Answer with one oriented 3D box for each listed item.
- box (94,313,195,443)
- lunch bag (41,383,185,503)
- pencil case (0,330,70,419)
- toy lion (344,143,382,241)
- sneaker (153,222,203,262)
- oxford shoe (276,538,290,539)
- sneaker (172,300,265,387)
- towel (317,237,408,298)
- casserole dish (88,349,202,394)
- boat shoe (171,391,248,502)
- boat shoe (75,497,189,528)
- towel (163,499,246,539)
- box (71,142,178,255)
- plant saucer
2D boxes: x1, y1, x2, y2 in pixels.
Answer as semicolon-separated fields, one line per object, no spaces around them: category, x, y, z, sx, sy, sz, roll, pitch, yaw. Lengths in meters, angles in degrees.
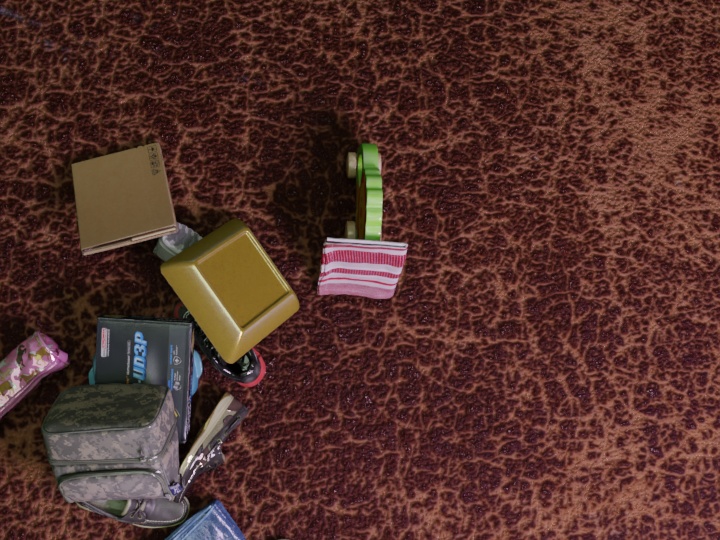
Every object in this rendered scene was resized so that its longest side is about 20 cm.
box;-0.359;0.178;1.402;0.155;0.046;0.205;4;96;-4
lunch bag;-0.381;0.282;1.327;0.195;0.140;0.171;-3;116;0
pencil case;-0.582;0.190;1.413;0.087;0.083;0.200;45;80;1
toy lion;0.013;-0.124;1.460;0.067;0.192;0.205;1;82;-6
sneaker;-0.273;-0.006;1.483;0.199;0.082;0.075;39;48;-15
oxford shoe;-0.082;0.539;1.438;0.075;0.058;0.200;-42;87;-7
sneaker;-0.245;0.120;1.451;0.200;0.098;0.071;43;83;2
towel;0.000;0.000;1.443;0.141;0.201;0.023;3;66;-5
casserole dish;-0.370;0.178;1.444;0.195;0.039;0.124;-10;96;-3
boat shoe;-0.257;0.306;1.433;0.064;0.073;0.202;29;75;-3
boat shoe;-0.387;0.391;1.417;0.196;0.066;0.073;14;79;-5
towel;-0.290;0.490;1.420;0.199;0.048;0.112;-39;98;-10
box;-0.409;-0.127;1.453;0.160;0.021;0.203;-15;56;-7
plant saucer;-0.207;0.022;1.432;0.201;0.048;0.199;54;46;-2
